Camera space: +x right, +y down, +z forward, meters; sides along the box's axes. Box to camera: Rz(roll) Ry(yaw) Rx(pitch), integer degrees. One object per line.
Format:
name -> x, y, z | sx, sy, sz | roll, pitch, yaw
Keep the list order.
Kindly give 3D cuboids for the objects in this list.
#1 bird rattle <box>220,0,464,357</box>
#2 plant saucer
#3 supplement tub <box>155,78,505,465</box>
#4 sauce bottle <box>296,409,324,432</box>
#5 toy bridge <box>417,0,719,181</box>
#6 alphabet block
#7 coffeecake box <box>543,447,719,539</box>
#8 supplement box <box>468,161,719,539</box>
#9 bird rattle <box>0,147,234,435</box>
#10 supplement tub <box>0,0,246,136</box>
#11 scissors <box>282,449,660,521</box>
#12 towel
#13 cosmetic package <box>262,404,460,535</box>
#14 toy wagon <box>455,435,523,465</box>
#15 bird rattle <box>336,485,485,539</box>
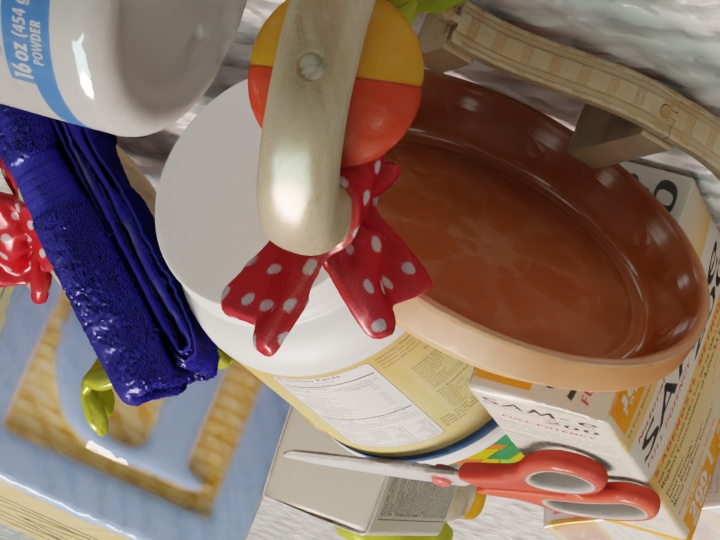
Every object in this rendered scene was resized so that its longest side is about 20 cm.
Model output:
bird rattle -> -0.013, -0.065, 1.033 | 0.112, 0.201, 0.163 | 22, -176, 9
plant saucer -> 0.054, -0.016, 1.200 | 0.200, 0.201, 0.032 | 20, 122, -13
supplement tub -> 0.000, 0.000, 1.373 | 0.144, 0.145, 0.200 | 13, 163, 31
sauce bottle -> -0.030, 0.033, 1.553 | 0.066, 0.066, 0.200 | 16, 161, 22
toy bridge -> 0.115, -0.063, 1.209 | 0.200, 0.027, 0.067 | 28, 163, -22
alphabet block -> -0.160, 0.078, 1.814 | 0.196, 0.196, 0.200 | 28, 164, -14
coffeecake box -> 0.219, 0.119, 1.506 | 0.199, 0.073, 0.153 | -9, 153, 27
supplement box -> 0.129, 0.040, 1.365 | 0.073, 0.126, 0.200 | 15, 165, 23
bird rattle -> -0.148, -0.018, 1.611 | 0.200, 0.112, 0.163 | 53, 150, 26
supplement tub -> -0.154, -0.137, 1.129 | 0.199, 0.132, 0.132 | 15, 164, 23
scissors -> 0.054, 0.105, 1.385 | 0.199, 0.014, 0.073 | -4, 155, 41
towel -> -0.126, -0.034, 1.390 | 0.201, 0.049, 0.148 | 65, -172, 2
cosmetic package -> 0.013, 0.106, 1.745 | 0.073, 0.104, 0.200 | 19, 178, 16
toy wagon -> 0.114, 0.075, 1.576 | 0.154, 0.040, 0.200 | 2, 164, -17
bird rattle -> -0.003, 0.142, 1.982 | 0.199, 0.113, 0.163 | 15, -179, 37
